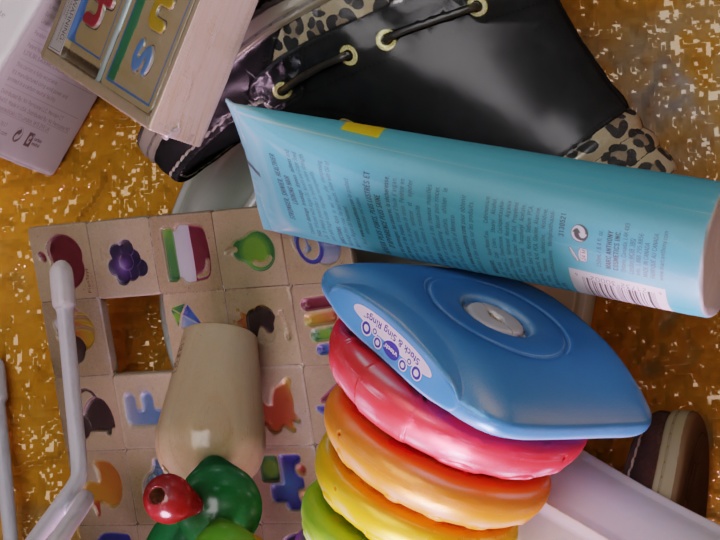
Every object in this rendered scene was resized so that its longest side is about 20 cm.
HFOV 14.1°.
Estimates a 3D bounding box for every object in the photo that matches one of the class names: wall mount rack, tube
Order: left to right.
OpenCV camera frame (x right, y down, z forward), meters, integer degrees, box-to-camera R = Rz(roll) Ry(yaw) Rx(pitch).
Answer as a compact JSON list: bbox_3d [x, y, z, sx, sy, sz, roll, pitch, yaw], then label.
[{"bbox_3d":[-0.160,0.100,1.229,0.074,0.200,0.174,37,59,-5],"label":"wall mount rack"},{"bbox_3d":[0.044,-0.023,1.120,0.199,0.078,0.051,11,49,21],"label":"tube"}]

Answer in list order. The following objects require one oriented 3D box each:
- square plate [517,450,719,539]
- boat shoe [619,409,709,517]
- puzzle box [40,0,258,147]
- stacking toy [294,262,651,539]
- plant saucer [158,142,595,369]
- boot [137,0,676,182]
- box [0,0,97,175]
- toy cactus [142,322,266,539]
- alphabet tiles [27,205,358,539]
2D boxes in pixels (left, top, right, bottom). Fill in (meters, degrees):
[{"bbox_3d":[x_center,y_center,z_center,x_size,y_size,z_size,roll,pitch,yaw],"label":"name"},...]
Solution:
[{"bbox_3d":[0.064,0.170,1.144,0.200,0.028,0.199,27,94,48],"label":"square plate"},{"bbox_3d":[0.087,0.148,1.190,0.072,0.072,0.201,17,93,18],"label":"boat shoe"},{"bbox_3d":[-0.063,-0.160,1.182,0.133,0.025,0.201,32,102,59],"label":"puzzle box"},{"bbox_3d":[0.014,0.102,1.146,0.116,0.109,0.201,41,117,38],"label":"stacking toy"},{"bbox_3d":[0.000,0.000,1.250,0.199,0.050,0.201,-3,80,17],"label":"plant saucer"},{"bbox_3d":[0.016,-0.053,1.186,0.203,0.073,0.154,-36,88,29],"label":"boot"},{"bbox_3d":[-0.155,-0.164,1.301,0.124,0.097,0.201,31,92,20],"label":"box"},{"bbox_3d":[-0.073,0.105,1.177,0.102,0.200,0.166,4,71,1],"label":"toy cactus"},{"bbox_3d":[-0.059,0.074,1.233,0.166,0.008,0.201,-4,100,33],"label":"alphabet tiles"}]
